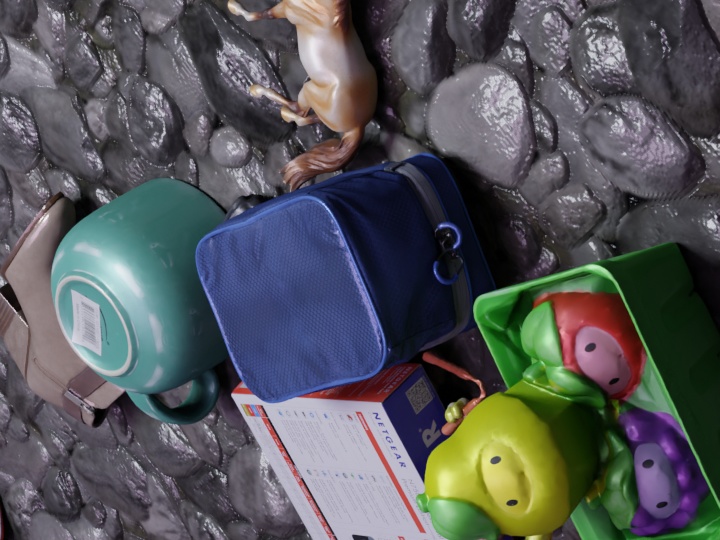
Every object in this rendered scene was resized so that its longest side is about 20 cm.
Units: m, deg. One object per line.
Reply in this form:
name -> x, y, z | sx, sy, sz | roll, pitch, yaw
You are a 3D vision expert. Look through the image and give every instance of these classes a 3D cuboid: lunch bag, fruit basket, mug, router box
lunch bag -> 0.000, 0.000, 1.613 | 0.200, 0.132, 0.136 | -16, 96, 50
fruit basket -> 0.139, 0.102, 1.481 | 0.155, 0.215, 0.216 | -17, 102, 50
mug -> -0.161, 0.033, 1.819 | 0.152, 0.114, 0.186 | -30, 91, 51
router box -> 0.015, 0.161, 1.737 | 0.179, 0.049, 0.201 | 1, 125, 50

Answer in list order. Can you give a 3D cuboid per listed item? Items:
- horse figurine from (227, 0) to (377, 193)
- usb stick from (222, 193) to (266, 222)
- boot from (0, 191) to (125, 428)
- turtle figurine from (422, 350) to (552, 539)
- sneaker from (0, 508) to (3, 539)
horse figurine -> -0.034, -0.151, 1.615 | 0.132, 0.050, 0.201 | 13, 123, 48
usb stick -> -0.032, 0.026, 1.743 | 0.200, 0.033, 0.056 | 49, 140, 10
boot -> -0.237, 0.040, 1.953 | 0.146, 0.070, 0.200 | 44, 141, 7
turtle figurine -> 0.113, 0.150, 1.630 | 0.199, 0.064, 0.162 | 26, 102, 13
sneaker -> -0.421, 0.212, 2.248 | 0.200, 0.071, 0.112 | 48, 145, 0
